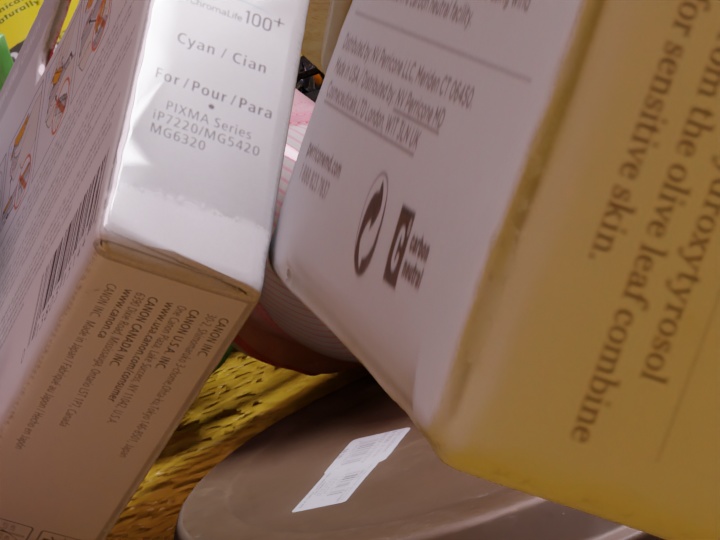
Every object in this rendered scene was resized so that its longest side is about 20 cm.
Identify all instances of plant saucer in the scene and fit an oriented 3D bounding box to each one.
[{"bbox_3d":[0.034,0.052,0.759,0.199,0.030,0.200,-19,13,5],"label":"plant saucer"}]

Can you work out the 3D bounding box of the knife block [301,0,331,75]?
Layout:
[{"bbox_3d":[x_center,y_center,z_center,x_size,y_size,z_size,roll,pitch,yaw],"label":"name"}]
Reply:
[{"bbox_3d":[0.085,-0.101,1.020,0.176,0.200,0.064,-47,7,13],"label":"knife block"}]

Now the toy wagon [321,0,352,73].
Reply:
[{"bbox_3d":[0.090,-0.085,0.962,0.199,0.156,0.040,11,21,-4],"label":"toy wagon"}]

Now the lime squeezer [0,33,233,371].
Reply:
[{"bbox_3d":[-0.064,-0.004,0.916,0.071,0.200,0.038,-52,44,7],"label":"lime squeezer"}]

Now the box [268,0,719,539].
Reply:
[{"bbox_3d":[0.101,-0.048,0.564,0.170,0.201,0.199,18,5,-13],"label":"box"}]

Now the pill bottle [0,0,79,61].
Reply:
[{"bbox_3d":[-0.113,-0.067,1.014,0.111,0.112,0.200,-22,34,-12],"label":"pill bottle"}]

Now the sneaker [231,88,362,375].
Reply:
[{"bbox_3d":[0.000,0.000,0.868,0.104,0.200,0.076,28,83,29],"label":"sneaker"}]

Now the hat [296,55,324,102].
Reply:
[{"bbox_3d":[0.026,-0.064,1.158,0.200,0.081,0.201,-26,8,4],"label":"hat"}]

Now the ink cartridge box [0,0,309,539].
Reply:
[{"bbox_3d":[-0.067,-0.019,0.746,0.200,0.044,0.177,125,157,-51],"label":"ink cartridge box"}]
